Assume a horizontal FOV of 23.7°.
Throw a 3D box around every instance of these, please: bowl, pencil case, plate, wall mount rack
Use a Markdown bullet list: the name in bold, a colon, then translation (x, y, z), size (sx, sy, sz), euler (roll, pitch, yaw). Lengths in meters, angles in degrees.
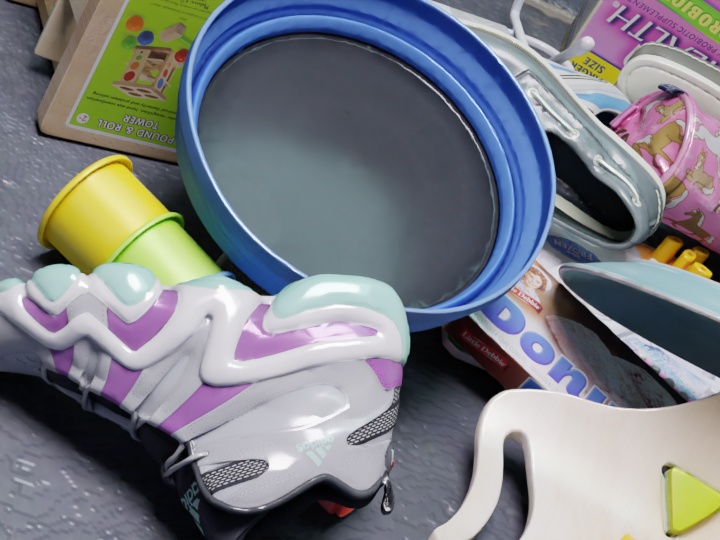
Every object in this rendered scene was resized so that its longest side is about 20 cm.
- **bowl**: translation (0.002, -0.058, 0.856), size (0.200, 0.039, 0.201), euler (13, 56, -20)
- **pencil case**: translation (0.251, -0.049, 1.141), size (0.200, 0.083, 0.087), euler (26, 72, -32)
- **plate**: translation (0.199, 0.036, 0.906), size (0.200, 0.026, 0.200), euler (26, -5, 3)
- **wall mount rack**: translation (0.077, -0.182, 1.188), size (0.200, 0.075, 0.174), euler (16, 29, -15)

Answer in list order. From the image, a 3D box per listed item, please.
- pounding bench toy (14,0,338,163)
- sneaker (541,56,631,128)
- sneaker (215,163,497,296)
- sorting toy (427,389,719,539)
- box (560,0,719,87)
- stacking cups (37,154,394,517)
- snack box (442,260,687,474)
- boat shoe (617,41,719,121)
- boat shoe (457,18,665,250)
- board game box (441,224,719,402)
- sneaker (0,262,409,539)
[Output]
- **pounding bench toy**: translation (-0.082, -0.153, 0.980), size (0.200, 0.124, 0.156), euler (11, 37, -30)
- **sneaker**: translation (0.108, -0.104, 1.129), size (0.200, 0.072, 0.073), euler (9, 33, -31)
- **sneaker**: translation (0.000, 0.000, 0.908), size (0.200, 0.082, 0.075), euler (-16, 89, -33)
- **sorting toy**: translation (0.129, 0.129, 0.815), size (0.180, 0.107, 0.200), euler (23, 39, 6)
- **box**: translation (0.270, -0.193, 1.267), size (0.176, 0.200, 0.097), euler (31, 32, -3)
- **stacking cups**: translation (-0.063, 0.030, 0.809), size (0.200, 0.061, 0.060), euler (42, 33, 13)
- **snack box**: translation (0.137, 0.076, 0.922), size (0.200, 0.024, 0.072), euler (43, 45, 4)
- **boat shoe**: translation (0.266, -0.105, 1.213), size (0.201, 0.072, 0.060), euler (31, 53, -18)
- **boat shoe**: translation (0.100, -0.082, 1.043), size (0.200, 0.073, 0.062), euler (38, 28, -2)
- **board game box**: translation (0.139, 0.014, 1.037), size (0.200, 0.026, 0.200), euler (23, 33, -16)
- **sneaker**: translation (-0.079, 0.072, 0.729), size (0.199, 0.078, 0.140), euler (0, 73, 3)
